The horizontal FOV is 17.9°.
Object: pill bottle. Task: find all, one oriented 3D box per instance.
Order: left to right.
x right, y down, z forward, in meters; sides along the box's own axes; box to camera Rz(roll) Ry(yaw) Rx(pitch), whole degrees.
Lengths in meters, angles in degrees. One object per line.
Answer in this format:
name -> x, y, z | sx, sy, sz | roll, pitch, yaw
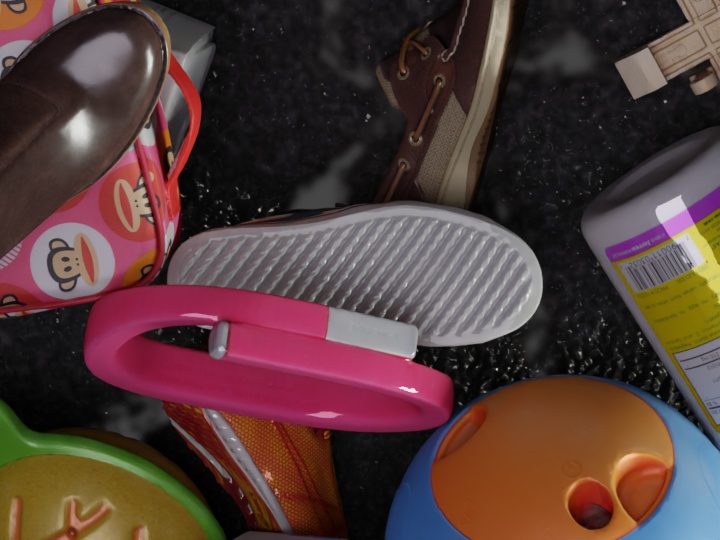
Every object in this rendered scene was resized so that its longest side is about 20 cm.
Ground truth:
pill bottle -> 0.211, 0.029, 1.232 | 0.104, 0.104, 0.200 | -30, 99, 15

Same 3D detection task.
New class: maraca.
maraca -> -0.169, 0.141, 1.311 | 0.200, 0.107, 0.137 | 29, 126, -10

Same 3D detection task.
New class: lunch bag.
lunch bag -> -0.170, -0.080, 1.183 | 0.175, 0.082, 0.201 | -9, 104, 9

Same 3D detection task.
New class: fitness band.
fitness band -> -0.046, 0.050, 1.197 | 0.199, 0.144, 0.038 | 13, 71, -20

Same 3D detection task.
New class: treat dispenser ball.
treat dispenser ball -> 0.112, 0.156, 1.230 | 0.200, 0.201, 0.202 | 2, 105, 8

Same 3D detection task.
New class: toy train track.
toy train track -> 0.229, -0.148, 1.219 | 0.199, 0.033, 0.115 | -28, 99, 13

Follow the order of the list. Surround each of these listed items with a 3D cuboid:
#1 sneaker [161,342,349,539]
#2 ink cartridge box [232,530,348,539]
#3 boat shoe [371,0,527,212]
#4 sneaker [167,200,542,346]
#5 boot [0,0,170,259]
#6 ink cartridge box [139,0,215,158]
sneaker -> -0.036, 0.124, 1.312 | 0.077, 0.073, 0.200 | -39, 116, -26
ink cartridge box -> -0.024, 0.249, 1.252 | 0.068, 0.116, 0.201 | -27, 101, -30
boat shoe -> 0.042, -0.101, 1.241 | 0.072, 0.072, 0.201 | 16, 114, 6
sneaker -> 0.000, 0.000, 1.236 | 0.199, 0.079, 0.079 | 3, 92, 7
boot -> -0.170, -0.039, 1.070 | 0.200, 0.166, 0.072 | -43, 100, 11
ink cartridge box -> -0.198, -0.099, 1.268 | 0.199, 0.085, 0.145 | 21, 107, 1
